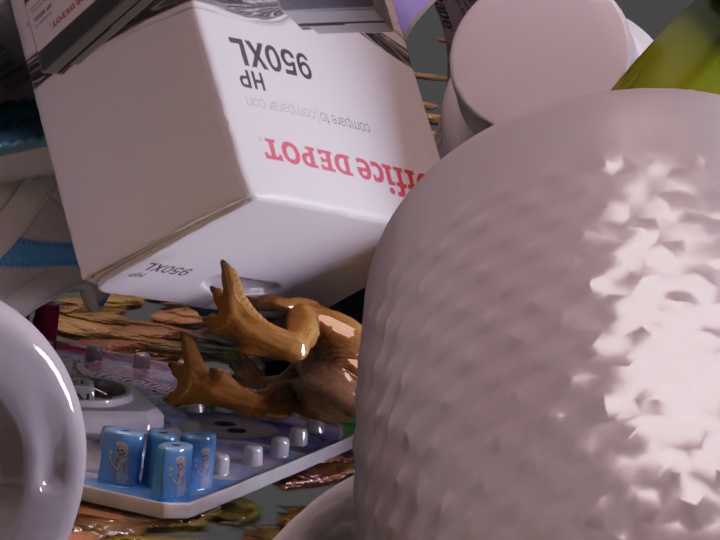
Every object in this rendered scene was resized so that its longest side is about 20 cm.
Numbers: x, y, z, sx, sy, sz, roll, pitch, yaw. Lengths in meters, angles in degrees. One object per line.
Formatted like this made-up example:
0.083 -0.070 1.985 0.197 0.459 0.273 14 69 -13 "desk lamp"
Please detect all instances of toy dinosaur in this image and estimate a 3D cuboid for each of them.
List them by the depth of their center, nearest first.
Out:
-0.006 0.037 0.960 0.106 0.061 0.200 11 15 -25 "toy dinosaur"

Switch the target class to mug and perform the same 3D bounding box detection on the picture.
0.049 0.075 0.667 0.199 0.148 0.176 -23 34 20 "mug"

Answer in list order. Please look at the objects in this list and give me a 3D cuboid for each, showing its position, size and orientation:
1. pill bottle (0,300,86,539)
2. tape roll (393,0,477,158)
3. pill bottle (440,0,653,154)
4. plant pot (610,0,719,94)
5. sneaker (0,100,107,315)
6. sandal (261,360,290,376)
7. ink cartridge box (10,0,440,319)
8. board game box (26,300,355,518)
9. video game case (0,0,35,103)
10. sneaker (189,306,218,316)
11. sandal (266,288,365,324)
-0.170 0.038 0.818 0.111 0.112 0.200 0 12 -30 "pill bottle"
0.029 -0.089 1.395 0.200 0.201 0.085 -4 15 -44 "tape roll"
0.099 -0.055 1.270 0.112 0.112 0.200 9 -21 18 "pill bottle"
0.182 -0.029 1.062 0.198 0.182 0.200 24 9 -2 "plant pot"
-0.169 -0.009 0.995 0.199 0.081 0.076 -12 20 -38 "sneaker"
0.052 0.038 1.130 0.200 0.048 0.075 9 10 20 "sandal"
-0.055 -0.093 1.020 0.084 0.201 0.144 -26 -19 30 "ink cartridge box"
-0.110 0.046 1.054 0.199 0.026 0.200 10 11 23 "board game box"
-0.190 -0.046 1.094 0.182 0.023 0.200 -28 -14 6 "video game case"
0.025 -0.006 1.220 0.199 0.081 0.077 8 -14 5 "sneaker"
0.000 0.001 1.116 0.043 0.076 0.200 -3 24 -34 "sandal"
